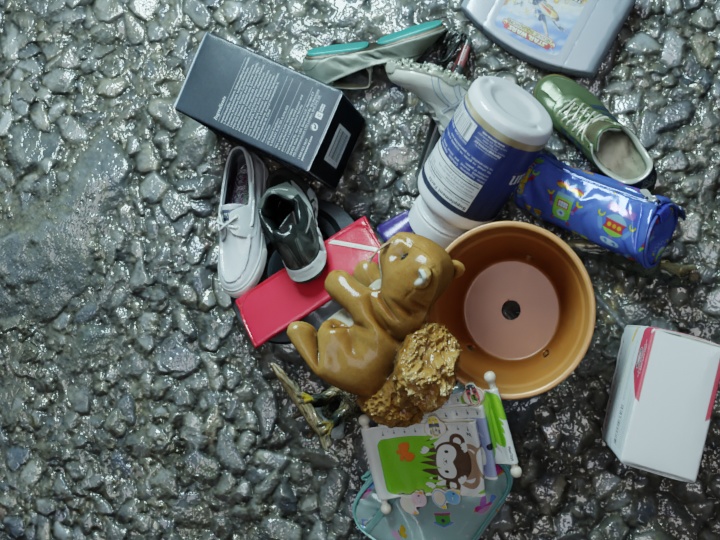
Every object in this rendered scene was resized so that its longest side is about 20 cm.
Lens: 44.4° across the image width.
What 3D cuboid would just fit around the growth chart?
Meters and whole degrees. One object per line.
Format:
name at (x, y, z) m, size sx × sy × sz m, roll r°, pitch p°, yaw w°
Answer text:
growth chart at (0.091, 0.210, 1.031) m, size 0.197 × 0.018 × 0.147 m, roll -20°, pitch 95°, yaw 24°

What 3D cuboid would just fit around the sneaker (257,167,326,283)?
sneaker at (-0.092, -0.080, 1.102) m, size 0.066 × 0.091 × 0.202 m, roll -25°, pitch 43°, yaw 7°

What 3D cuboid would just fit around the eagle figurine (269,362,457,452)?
eagle figurine at (0.009, 0.139, 1.127) m, size 0.198 × 0.150 × 0.154 m, roll -34°, pitch 125°, yaw -20°

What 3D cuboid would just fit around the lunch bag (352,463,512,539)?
lunch bag at (0.086, 0.276, 1.100) m, size 0.159 × 0.077 × 0.202 m, roll 35°, pitch 104°, yaw 7°

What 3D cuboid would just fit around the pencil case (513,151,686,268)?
pencil case at (0.280, -0.078, 1.052) m, size 0.198 × 0.078 × 0.088 m, roll 29°, pitch 136°, yaw 34°

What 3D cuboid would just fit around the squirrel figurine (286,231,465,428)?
squirrel figurine at (0.048, 0.065, 0.975) m, size 0.187 × 0.141 × 0.201 m, roll -45°, pitch 66°, yaw 23°

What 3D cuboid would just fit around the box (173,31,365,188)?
box at (-0.112, -0.202, 1.139) m, size 0.197 × 0.148 × 0.109 m, roll 25°, pitch 92°, yaw 11°

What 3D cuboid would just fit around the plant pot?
plant pot at (0.180, 0.047, 1.071) m, size 0.196 × 0.140 × 0.205 m, roll 0°, pitch 88°, yaw 11°

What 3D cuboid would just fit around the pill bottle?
pill bottle at (0.137, -0.122, 1.066) m, size 0.111 × 0.111 × 0.201 m, roll 40°, pitch 128°, yaw 11°

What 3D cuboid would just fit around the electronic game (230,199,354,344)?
electronic game at (-0.085, -0.001, 1.150) m, size 0.196 × 0.042 × 0.204 m, roll -11°, pitch 62°, yaw 21°

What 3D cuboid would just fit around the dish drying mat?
dish drying mat at (-0.062, 0.012, 1.093) m, size 0.198 × 0.018 × 0.078 m, roll -32°, pitch 60°, yaw 4°

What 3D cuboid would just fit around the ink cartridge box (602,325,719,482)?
ink cartridge box at (0.338, 0.143, 1.002) m, size 0.084 × 0.200 × 0.151 m, roll 13°, pitch 90°, yaw 11°

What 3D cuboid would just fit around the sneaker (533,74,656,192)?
sneaker at (0.291, -0.172, 1.081) m, size 0.067 × 0.090 × 0.201 m, roll -43°, pitch 80°, yaw 8°

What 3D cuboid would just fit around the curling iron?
curling iron at (0.104, -0.220, 1.159) m, size 0.049 × 0.025 × 0.204 m, roll 16°, pitch 96°, yaw 33°

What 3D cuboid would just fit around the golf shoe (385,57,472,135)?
golf shoe at (0.115, -0.199, 1.108) m, size 0.197 × 0.078 × 0.099 m, roll 21°, pitch 104°, yaw -8°

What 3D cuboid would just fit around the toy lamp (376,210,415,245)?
toy lamp at (0.000, 0.000, 1.154) m, size 0.199 × 0.058 × 0.059 m, roll -41°, pitch 81°, yaw 8°

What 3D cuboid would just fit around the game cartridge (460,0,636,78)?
game cartridge at (0.235, -0.336, 1.129) m, size 0.198 × 0.042 × 0.135 m, roll 30°, pitch 90°, yaw 11°

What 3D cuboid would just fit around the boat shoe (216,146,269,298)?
boat shoe at (-0.159, -0.068, 1.151) m, size 0.071 × 0.069 × 0.204 m, roll -1°, pitch 67°, yaw 25°

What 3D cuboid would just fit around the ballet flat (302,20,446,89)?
ballet flat at (0.022, -0.278, 1.166) m, size 0.196 × 0.068 × 0.065 m, roll -10°, pitch 113°, yaw 12°

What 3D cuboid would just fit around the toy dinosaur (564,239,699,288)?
toy dinosaur at (0.326, -0.038, 1.093) m, size 0.196 × 0.047 × 0.090 m, roll 13°, pitch 97°, yaw 16°
